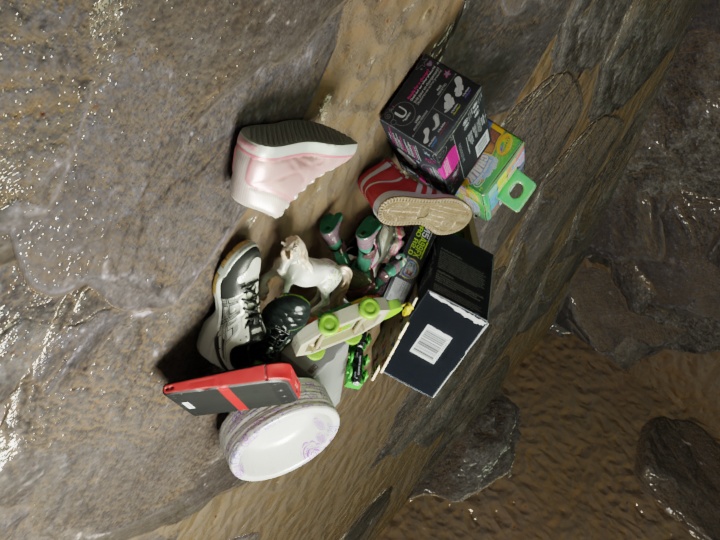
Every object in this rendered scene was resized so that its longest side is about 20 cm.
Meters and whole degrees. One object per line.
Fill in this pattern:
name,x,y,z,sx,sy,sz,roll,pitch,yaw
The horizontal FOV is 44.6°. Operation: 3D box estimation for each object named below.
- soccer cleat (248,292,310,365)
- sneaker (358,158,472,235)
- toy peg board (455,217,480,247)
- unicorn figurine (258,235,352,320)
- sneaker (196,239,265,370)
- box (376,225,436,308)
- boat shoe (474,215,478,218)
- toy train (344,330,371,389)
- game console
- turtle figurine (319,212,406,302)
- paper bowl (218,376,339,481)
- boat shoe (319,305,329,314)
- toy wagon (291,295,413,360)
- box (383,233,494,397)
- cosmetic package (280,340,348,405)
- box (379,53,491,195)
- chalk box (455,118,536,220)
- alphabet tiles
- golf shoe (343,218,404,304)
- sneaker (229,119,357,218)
soccer cleat,-0.133,0.104,1.269,0.200,0.067,0.082,-43,-150,42
sneaker,0.086,-0.120,1.422,0.197,0.113,0.072,7,123,-37
toy peg board,0.137,-0.011,1.717,0.200,0.096,0.202,-55,-156,34
unicorn figurine,-0.089,0.010,1.293,0.198,0.074,0.138,-3,133,-52
sneaker,-0.159,0.054,1.210,0.075,0.087,0.203,-27,144,-50
box,0.080,-0.028,1.554,0.203,0.044,0.160,-65,-172,-8
boat shoe,0.235,-0.184,1.794,0.071,0.063,0.201,-46,158,-25
toy train,-0.003,0.121,1.612,0.057,0.041,0.203,121,-21,-57
game console,-0.177,0.170,1.255,0.173,0.032,0.200,-7,162,-1
turtle figurine,0.000,0.000,1.403,0.202,0.146,0.102,75,13,-46
paper bowl,-0.141,0.252,1.469,0.197,0.105,0.202,-21,145,-15
boat shoe,-0.064,0.093,1.479,0.199,0.071,0.060,20,97,-57
toy wagon,-0.011,0.081,1.370,0.197,0.040,0.155,-21,166,-18
box,0.134,0.072,1.542,0.202,0.122,0.198,-59,-174,35
cosmetic package,-0.088,0.195,1.597,0.107,0.089,0.202,-42,153,-36
box,0.124,-0.226,1.402,0.133,0.114,0.200,-55,161,-5
chalk box,0.211,-0.182,1.542,0.125,0.199,0.124,-52,160,-7
alphabet tiles,0.057,0.092,1.513,0.201,0.006,0.168,-86,-158,-71
golf shoe,-0.006,-0.010,1.519,0.091,0.073,0.202,8,125,-32
sneaker,-0.089,-0.127,1.110,0.199,0.075,0.106,-15,132,-51
